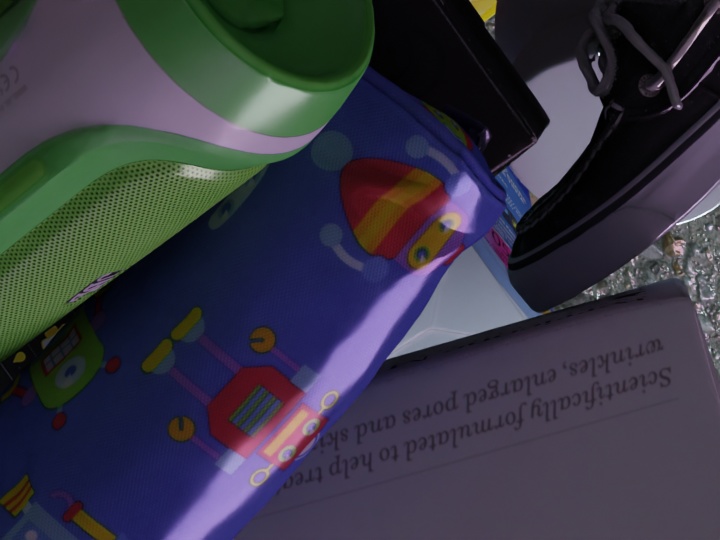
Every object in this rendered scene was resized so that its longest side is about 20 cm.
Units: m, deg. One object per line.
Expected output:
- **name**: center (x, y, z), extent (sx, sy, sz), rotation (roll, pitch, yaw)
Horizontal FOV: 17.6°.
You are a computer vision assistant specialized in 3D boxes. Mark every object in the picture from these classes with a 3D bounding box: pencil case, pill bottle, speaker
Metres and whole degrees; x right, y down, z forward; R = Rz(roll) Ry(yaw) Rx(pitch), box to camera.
- **pencil case**: center (-0.044, 0.022, 0.664), extent (0.200, 0.078, 0.087), rotation (-50, -141, 4)
- **pill bottle**: center (0.114, -0.119, 0.925), extent (0.116, 0.116, 0.201), rotation (-33, -149, 39)
- **speaker**: center (-0.088, -0.030, 0.616), extent (0.200, 0.089, 0.088), rotation (-34, -178, 37)

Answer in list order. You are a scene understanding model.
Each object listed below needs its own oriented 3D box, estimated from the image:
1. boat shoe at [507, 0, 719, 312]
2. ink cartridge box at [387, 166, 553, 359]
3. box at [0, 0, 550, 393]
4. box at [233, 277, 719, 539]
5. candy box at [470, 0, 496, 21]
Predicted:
- **boat shoe**: center (0.106, -0.070, 0.745), extent (0.199, 0.068, 0.074), rotation (-45, -176, 29)
- **ink cartridge box**: center (0.000, 0.000, 0.954), extent (0.136, 0.076, 0.200), rotation (-33, -162, 13)
- **box**: center (-0.052, -0.038, 0.779), extent (0.200, 0.125, 0.149), rotation (-36, -179, 9)
- **box**: center (0.041, 0.124, 0.763), extent (0.198, 0.201, 0.131), rotation (-16, -178, 6)
- **candy box**: center (-0.019, -0.092, 0.929), extent (0.200, 0.026, 0.102), rotation (-38, 152, -16)
